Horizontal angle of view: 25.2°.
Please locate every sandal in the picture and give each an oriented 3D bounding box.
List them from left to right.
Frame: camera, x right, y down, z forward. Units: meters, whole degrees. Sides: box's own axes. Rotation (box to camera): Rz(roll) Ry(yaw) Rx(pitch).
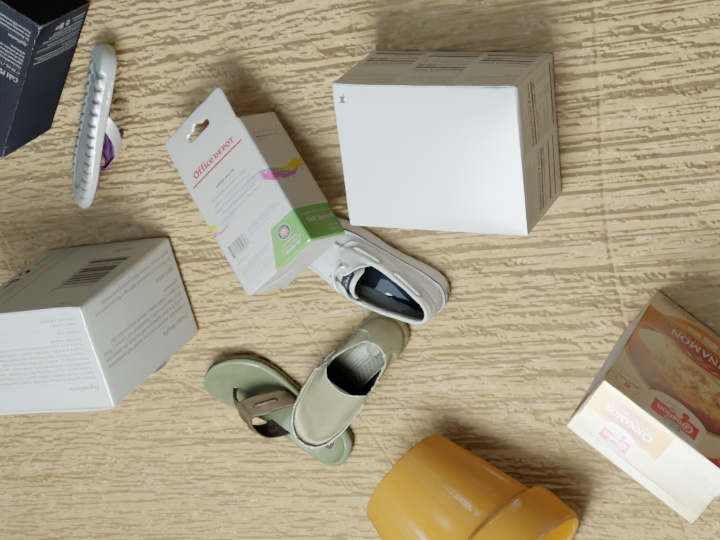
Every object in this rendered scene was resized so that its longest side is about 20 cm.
[{"bbox_3d":[-0.294,-0.159,1.846,0.049,0.083,0.204,2,123,-22],"label":"sandal"},{"bbox_3d":[-0.100,0.168,1.908,0.200,0.057,0.080,30,124,11],"label":"sandal"}]

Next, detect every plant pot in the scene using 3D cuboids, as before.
[{"bbox_3d":[0.111,0.290,1.793,0.183,0.199,0.201,41,127,22],"label":"plant pot"}]

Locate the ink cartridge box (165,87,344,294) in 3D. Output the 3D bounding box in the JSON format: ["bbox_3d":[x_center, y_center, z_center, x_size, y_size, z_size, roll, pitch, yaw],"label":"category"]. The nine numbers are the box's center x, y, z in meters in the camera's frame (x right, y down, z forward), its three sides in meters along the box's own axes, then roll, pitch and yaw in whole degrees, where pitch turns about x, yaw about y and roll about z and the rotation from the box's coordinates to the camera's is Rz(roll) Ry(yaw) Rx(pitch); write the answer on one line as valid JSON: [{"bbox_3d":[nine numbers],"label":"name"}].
[{"bbox_3d":[-0.118,-0.090,1.755,0.117,0.067,0.201,-40,75,36],"label":"ink cartridge box"}]

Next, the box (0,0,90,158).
[{"bbox_3d":[-0.436,-0.267,1.835,0.199,0.104,0.183,33,124,9],"label":"box"}]

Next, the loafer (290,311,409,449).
[{"bbox_3d":[-0.023,0.128,1.825,0.075,0.068,0.201,38,114,6],"label":"loafer"}]

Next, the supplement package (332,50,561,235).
[{"bbox_3d":[0.089,-0.131,1.630,0.198,0.111,0.157,5,116,26],"label":"supplement package"}]

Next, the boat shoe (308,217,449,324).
[{"bbox_3d":[0.000,0.000,1.768,0.198,0.065,0.074,20,122,18],"label":"boat shoe"}]

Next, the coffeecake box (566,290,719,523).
[{"bbox_3d":[0.311,0.131,1.592,0.153,0.200,0.073,37,125,5],"label":"coffeecake box"}]

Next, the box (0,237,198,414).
[{"bbox_3d":[-0.331,0.065,1.889,0.198,0.199,0.132,-6,111,29],"label":"box"}]
